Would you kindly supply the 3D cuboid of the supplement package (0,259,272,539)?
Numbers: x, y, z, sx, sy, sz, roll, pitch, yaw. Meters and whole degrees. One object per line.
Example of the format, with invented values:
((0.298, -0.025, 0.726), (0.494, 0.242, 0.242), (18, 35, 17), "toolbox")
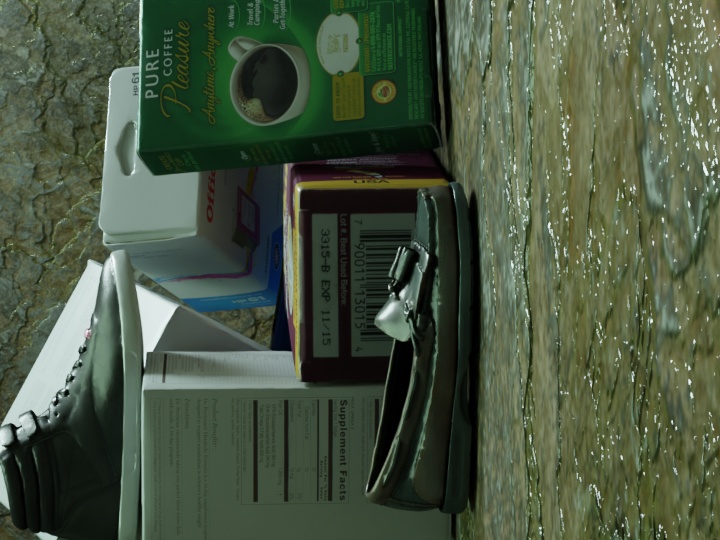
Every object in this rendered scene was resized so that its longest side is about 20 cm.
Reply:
((-0.154, 0.121, 1.572), (0.192, 0.147, 0.200), (-63, 27, -3), "supplement package")

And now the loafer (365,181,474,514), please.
((0.034, 0.048, 1.276), (0.072, 0.063, 0.201), (-121, 30, -81), "loafer")

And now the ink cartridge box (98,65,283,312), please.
((-0.126, -0.063, 1.693), (0.200, 0.084, 0.145), (40, -132, -65), "ink cartridge box")

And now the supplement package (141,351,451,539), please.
((-0.043, 0.117, 1.414), (0.114, 0.199, 0.110), (-108, 18, -79), "supplement package")

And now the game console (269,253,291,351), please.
((-0.049, 0.008, 1.752), (0.171, 0.118, 0.201), (-16, 61, 59), "game console")

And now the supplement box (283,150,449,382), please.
((0.002, -0.012, 1.440), (0.200, 0.103, 0.131), (-109, 18, -78), "supplement box")

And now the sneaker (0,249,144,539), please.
((-0.193, 0.085, 1.417), (0.071, 0.099, 0.201), (115, 156, -85), "sneaker")

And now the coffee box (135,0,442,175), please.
((-0.048, -0.133, 1.421), (0.044, 0.199, 0.123), (62, -156, -67), "coffee box")
